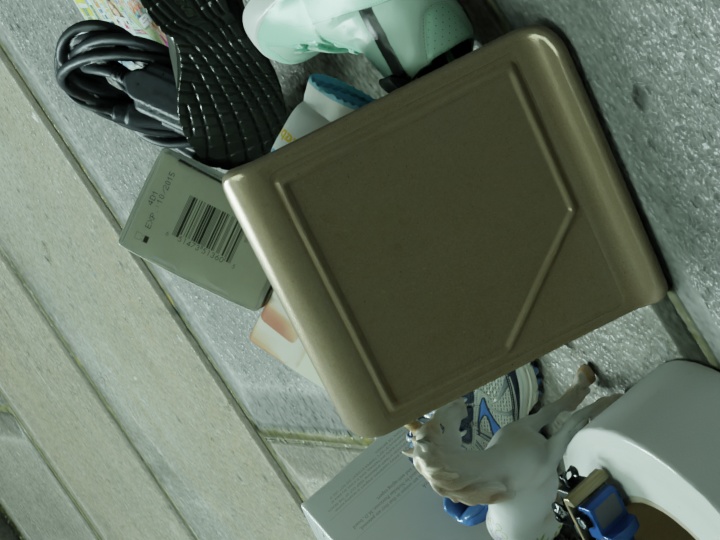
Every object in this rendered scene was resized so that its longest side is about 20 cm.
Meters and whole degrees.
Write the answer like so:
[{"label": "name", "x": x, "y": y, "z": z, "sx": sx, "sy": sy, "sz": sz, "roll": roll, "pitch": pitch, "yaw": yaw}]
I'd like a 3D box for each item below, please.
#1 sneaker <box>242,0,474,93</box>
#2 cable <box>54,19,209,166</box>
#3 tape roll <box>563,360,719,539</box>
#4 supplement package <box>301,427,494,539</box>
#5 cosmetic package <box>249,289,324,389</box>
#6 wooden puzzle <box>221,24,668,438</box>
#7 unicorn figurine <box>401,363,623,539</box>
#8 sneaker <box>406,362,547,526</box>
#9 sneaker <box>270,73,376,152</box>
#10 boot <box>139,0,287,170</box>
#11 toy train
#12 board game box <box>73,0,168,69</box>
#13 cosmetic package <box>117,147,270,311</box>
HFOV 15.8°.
[{"label": "sneaker", "x": 0.000, "y": -0.128, "z": 1.484, "sx": 0.119, "sy": 0.073, "sz": 0.200, "roll": 58, "pitch": 159, "yaw": 4}, {"label": "cable", "x": -0.121, "y": -0.110, "z": 1.761, "sx": 0.199, "sy": 0.051, "sz": 0.163, "roll": 22, "pitch": 173, "yaw": 24}, {"label": "tape roll", "x": 0.209, "y": 0.152, "z": 1.499, "sx": 0.202, "sy": 0.071, "sz": 0.203, "roll": 45, "pitch": 160, "yaw": 21}, {"label": "supplement package", "x": 0.070, "y": 0.212, "z": 1.828, "sx": 0.200, "sy": 0.120, "sz": 0.121, "roll": 47, "pitch": 172, "yaw": 17}, {"label": "cosmetic package", "x": 0.000, "y": 0.000, "z": 1.649, "sx": 0.087, "sy": 0.104, "sz": 0.200, "roll": 32, "pitch": 159, "yaw": -1}, {"label": "wooden puzzle", "x": 0.047, "y": -0.021, "z": 1.421, "sx": 0.037, "sy": 0.199, "sz": 0.186, "roll": -105, "pitch": -11, "yaw": -62}, {"label": "unicorn figurine", "x": 0.099, "y": 0.118, "z": 1.594, "sx": 0.074, "sy": 0.137, "sz": 0.201, "roll": 33, "pitch": 153, "yaw": 45}, {"label": "sneaker", "x": 0.070, "y": 0.095, "z": 1.703, "sx": 0.077, "sy": 0.085, "sz": 0.201, "roll": 33, "pitch": 152, "yaw": 44}, {"label": "sneaker", "x": 0.029, "y": -0.038, "z": 1.481, "sx": 0.199, "sy": 0.081, "sz": 0.077, "roll": 27, "pitch": -170, "yaw": -32}, {"label": "boot", "x": -0.092, "y": -0.171, "z": 1.616, "sx": 0.131, "sy": 0.067, "sz": 0.201, "roll": -94, "pitch": -11, "yaw": -45}, {"label": "toy train", "x": 0.165, "y": 0.196, "z": 1.520, "sx": 0.046, "sy": 0.034, "sz": 0.201, "roll": 14, "pitch": 138, "yaw": 56}, {"label": "board game box", "x": -0.149, "y": -0.185, "z": 1.814, "sx": 0.135, "sy": 0.029, "sz": 0.200, "roll": 59, "pitch": 160, "yaw": -19}, {"label": "cosmetic package", "x": -0.096, "y": -0.026, "z": 1.730, "sx": 0.105, "sy": 0.071, "sz": 0.200, "roll": 26, "pitch": 180, "yaw": -2}]
